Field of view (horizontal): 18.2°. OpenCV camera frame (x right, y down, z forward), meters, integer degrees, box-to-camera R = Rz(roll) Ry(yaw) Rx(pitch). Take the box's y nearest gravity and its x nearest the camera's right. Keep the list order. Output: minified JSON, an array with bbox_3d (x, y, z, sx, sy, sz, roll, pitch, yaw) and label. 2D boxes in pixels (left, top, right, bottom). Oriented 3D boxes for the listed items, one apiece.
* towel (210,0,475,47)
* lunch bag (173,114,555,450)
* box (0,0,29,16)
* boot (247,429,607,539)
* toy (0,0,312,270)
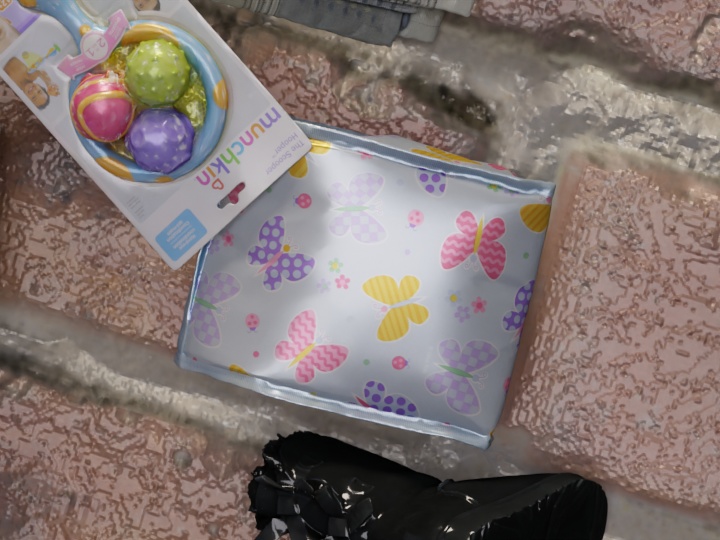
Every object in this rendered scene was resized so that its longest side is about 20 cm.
[{"bbox_3d":[0.006,-0.230,1.327,0.191,0.035,0.201,7,119,-31],"label":"towel"},{"bbox_3d":[0.000,0.000,1.361,0.198,0.127,0.171,13,92,-6],"label":"lunch bag"},{"bbox_3d":[-0.269,-0.237,1.378,0.195,0.124,0.202,-9,90,2],"label":"box"},{"bbox_3d":[0.039,0.144,1.362,0.161,0.198,0.074,16,103,34],"label":"boot"},{"bbox_3d":[-0.137,-0.107,1.291,0.115,0.047,0.200,-40,91,16],"label":"toy"}]
